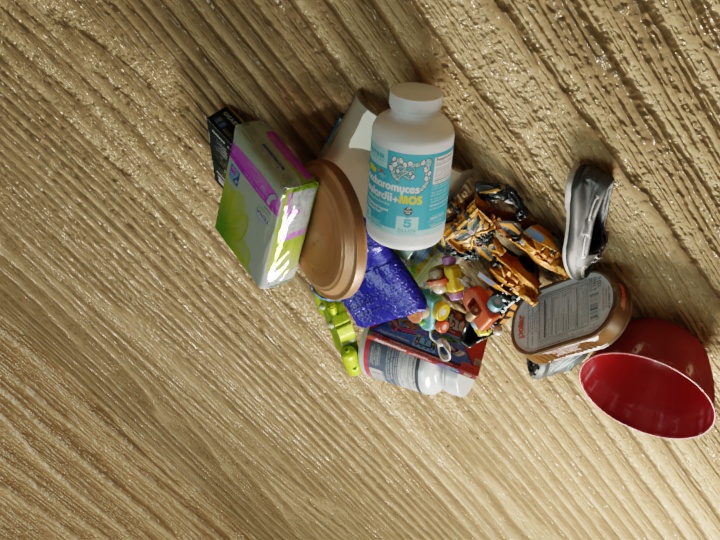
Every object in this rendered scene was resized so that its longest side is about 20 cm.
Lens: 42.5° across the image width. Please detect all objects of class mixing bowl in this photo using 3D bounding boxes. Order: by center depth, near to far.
[{"bbox_3d":[0.430,0.142,1.347,0.197,0.109,0.201,24,150,15],"label":"mixing bowl"}]

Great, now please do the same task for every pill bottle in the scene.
[{"bbox_3d":[0.065,-0.138,1.216,0.109,0.111,0.203,17,122,24],"label":"pill bottle"},{"bbox_3d":[0.106,0.155,1.664,0.197,0.120,0.121,14,146,29],"label":"pill bottle"}]

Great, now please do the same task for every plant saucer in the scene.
[{"bbox_3d":[-0.054,-0.057,1.329,0.199,0.032,0.204,29,124,53],"label":"plant saucer"}]

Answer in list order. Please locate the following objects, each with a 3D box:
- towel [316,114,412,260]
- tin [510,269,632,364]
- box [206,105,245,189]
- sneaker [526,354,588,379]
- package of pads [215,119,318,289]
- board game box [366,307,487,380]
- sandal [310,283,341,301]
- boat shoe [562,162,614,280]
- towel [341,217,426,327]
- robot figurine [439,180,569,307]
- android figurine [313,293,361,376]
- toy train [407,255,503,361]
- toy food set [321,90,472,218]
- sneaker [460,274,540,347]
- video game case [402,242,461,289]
[{"bbox_3d":[0.023,-0.124,1.385,0.198,0.022,0.148,34,124,2],"label":"towel"},{"bbox_3d":[0.300,0.066,1.339,0.042,0.114,0.199,30,144,-31],"label":"tin"},{"bbox_3d":[-0.169,-0.145,1.493,0.200,0.049,0.161,46,157,23],"label":"box"},{"bbox_3d":[0.322,0.098,1.446,0.078,0.076,0.201,3,143,-10],"label":"sneaker"},{"bbox_3d":[-0.138,-0.091,1.350,0.155,0.067,0.202,50,140,30],"label":"package of pads"},{"bbox_3d":[0.116,0.101,1.556,0.197,0.104,0.020,21,151,-2],"label":"board game box"},{"bbox_3d":[-0.014,0.016,1.544,0.086,0.081,0.199,-2,169,-39],"label":"sandal"},{"bbox_3d":[0.305,-0.053,1.225,0.056,0.067,0.202,19,144,29],"label":"boat shoe"},{"bbox_3d":[0.000,0.000,1.437,0.146,0.050,0.201,-16,118,43],"label":"towel"},{"bbox_3d":[0.201,-0.039,1.313,0.198,0.059,0.145,33,125,-17],"label":"robot figurine"},{"bbox_3d":[-0.042,0.105,1.727,0.201,0.040,0.184,76,170,-53],"label":"android figurine"},{"bbox_3d":[0.136,0.066,1.447,0.152,0.055,0.200,63,146,16],"label":"toy train"},{"bbox_3d":[0.044,-0.143,1.325,0.199,0.061,0.144,35,124,2],"label":"toy food set"},{"bbox_3d":[0.215,0.061,1.452,0.069,0.091,0.200,32,150,-1],"label":"sneaker"},{"bbox_3d":[0.066,-0.040,1.516,0.180,0.023,0.200,33,149,0],"label":"video game case"}]
